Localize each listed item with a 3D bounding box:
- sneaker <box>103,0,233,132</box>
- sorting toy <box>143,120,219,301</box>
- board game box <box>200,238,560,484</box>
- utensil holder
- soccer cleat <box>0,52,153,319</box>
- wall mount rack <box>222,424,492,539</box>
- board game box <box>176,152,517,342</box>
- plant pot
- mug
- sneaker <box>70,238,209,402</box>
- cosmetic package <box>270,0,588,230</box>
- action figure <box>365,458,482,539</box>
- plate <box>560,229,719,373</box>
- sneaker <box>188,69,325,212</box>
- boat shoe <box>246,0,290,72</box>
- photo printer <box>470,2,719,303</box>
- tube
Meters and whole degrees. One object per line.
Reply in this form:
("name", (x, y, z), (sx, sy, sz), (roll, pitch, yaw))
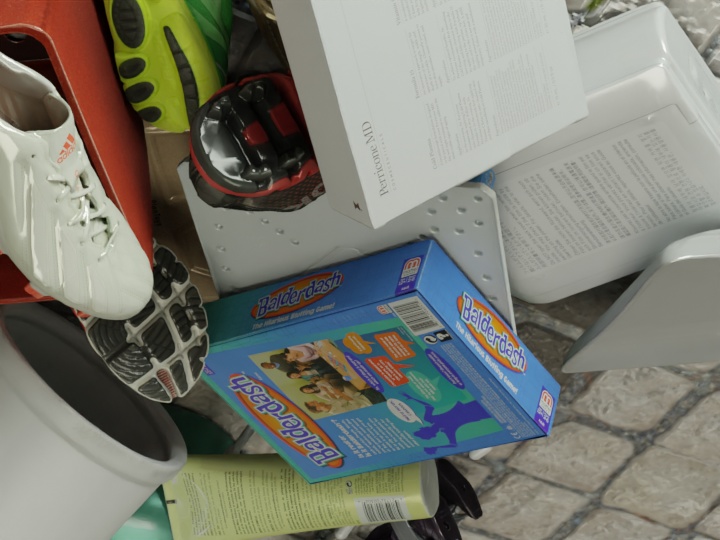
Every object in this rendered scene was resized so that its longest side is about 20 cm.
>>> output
("sneaker", (-0.114, -0.178, 1.066), (0.074, 0.084, 0.201), (0, 119, 10))
("sorting toy", (-0.058, -0.050, 1.232), (0.199, 0.037, 0.185), (-6, 137, 6))
("board game box", (0.004, 0.064, 1.220), (0.200, 0.045, 0.152), (-15, 131, 35))
("utensil holder", (-0.248, 0.148, 1.308), (0.170, 0.170, 0.200), (38, 99, -31))
("soccer cleat", (-0.162, -0.047, 0.959), (0.077, 0.069, 0.200), (-25, 127, 25))
("wall mount rack", (-0.001, 0.111, 1.370), (0.200, 0.075, 0.174), (33, 135, -26))
("board game box", (0.000, 0.000, 1.202), (0.199, 0.026, 0.200), (6, 141, 17))
("plant pot", (-0.226, -0.111, 1.073), (0.199, 0.177, 0.200), (-5, 138, 11))
("mug", (-0.154, 0.194, 1.446), (0.185, 0.115, 0.152), (18, 136, -13))
("sneaker", (-0.167, -0.003, 1.219), (0.200, 0.077, 0.085), (54, 167, 2))
("cosmetic package", (0.031, -0.144, 1.003), (0.151, 0.052, 0.200), (-29, 120, -24))
("action figure", (0.001, 0.226, 1.471), (0.200, 0.130, 0.069), (-35, 89, 32))
("plate", (0.246, 0.014, 1.210), (0.199, 0.032, 0.200), (-4, 159, -16))
("sneaker", (-0.016, -0.086, 1.089), (0.200, 0.071, 0.098), (-23, 171, -25))
("boat shoe", (-0.039, -0.168, 1.072), (0.072, 0.065, 0.200), (-3, 138, 9))
("photo printer", (0.133, -0.063, 1.167), (0.200, 0.070, 0.166), (-22, 131, 27))
("tube", (-0.046, 0.156, 1.342), (0.199, 0.058, 0.052), (-8, 152, 15))
